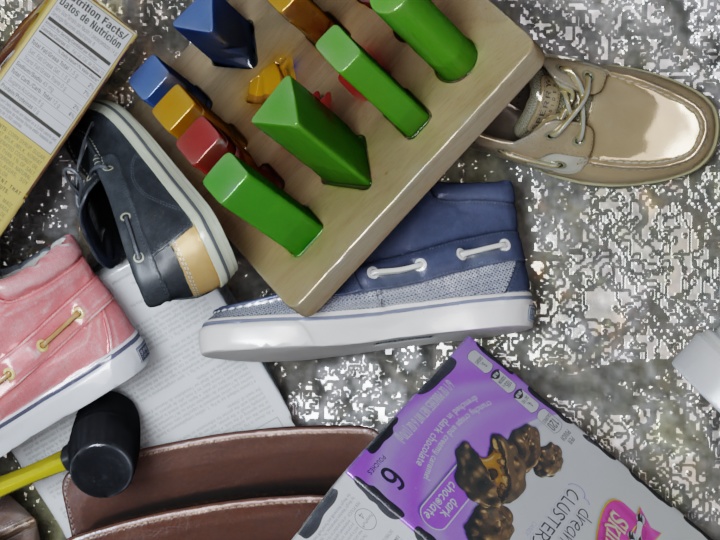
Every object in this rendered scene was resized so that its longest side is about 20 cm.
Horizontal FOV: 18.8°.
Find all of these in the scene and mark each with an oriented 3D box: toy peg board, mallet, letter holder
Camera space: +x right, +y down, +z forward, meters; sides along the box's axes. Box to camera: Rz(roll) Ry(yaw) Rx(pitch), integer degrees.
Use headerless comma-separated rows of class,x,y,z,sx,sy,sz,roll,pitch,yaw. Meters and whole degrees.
toy peg board,-0.038,-0.120,1.225,0.200,0.098,0.199,-47,53,5
mallet,-0.218,0.125,1.279,0.198,0.066,0.041,-20,115,16
letter holder,-0.077,0.174,1.251,0.198,0.101,0.144,-9,101,7

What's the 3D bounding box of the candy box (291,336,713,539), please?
candy box,0.087,0.155,1.204,0.200,0.168,0.072,40,126,6

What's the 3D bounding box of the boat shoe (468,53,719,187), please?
boat shoe,0.110,-0.092,1.262,0.198,0.065,0.073,11,91,9

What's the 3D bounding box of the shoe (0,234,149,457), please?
shoe,-0.227,0.063,1.250,0.199,0.071,0.091,-31,99,-1

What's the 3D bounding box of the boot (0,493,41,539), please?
boot,-0.297,0.161,1.323,0.199,0.064,0.187,-29,89,6

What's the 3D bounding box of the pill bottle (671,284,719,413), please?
pill bottle,0.273,0.009,1.212,0.113,0.113,0.200,44,95,7

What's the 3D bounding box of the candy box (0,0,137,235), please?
candy box,-0.216,-0.064,1.251,0.056,0.117,0.201,37,71,-14

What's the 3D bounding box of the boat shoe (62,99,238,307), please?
boat shoe,-0.136,-0.040,1.247,0.062,0.200,0.075,-31,128,-11

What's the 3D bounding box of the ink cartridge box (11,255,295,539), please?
ink cartridge box,-0.126,0.094,1.315,0.162,0.057,0.201,-29,105,7

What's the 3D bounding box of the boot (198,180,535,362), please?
boot,0.000,0.000,1.268,0.198,0.073,0.091,-6,82,-11
